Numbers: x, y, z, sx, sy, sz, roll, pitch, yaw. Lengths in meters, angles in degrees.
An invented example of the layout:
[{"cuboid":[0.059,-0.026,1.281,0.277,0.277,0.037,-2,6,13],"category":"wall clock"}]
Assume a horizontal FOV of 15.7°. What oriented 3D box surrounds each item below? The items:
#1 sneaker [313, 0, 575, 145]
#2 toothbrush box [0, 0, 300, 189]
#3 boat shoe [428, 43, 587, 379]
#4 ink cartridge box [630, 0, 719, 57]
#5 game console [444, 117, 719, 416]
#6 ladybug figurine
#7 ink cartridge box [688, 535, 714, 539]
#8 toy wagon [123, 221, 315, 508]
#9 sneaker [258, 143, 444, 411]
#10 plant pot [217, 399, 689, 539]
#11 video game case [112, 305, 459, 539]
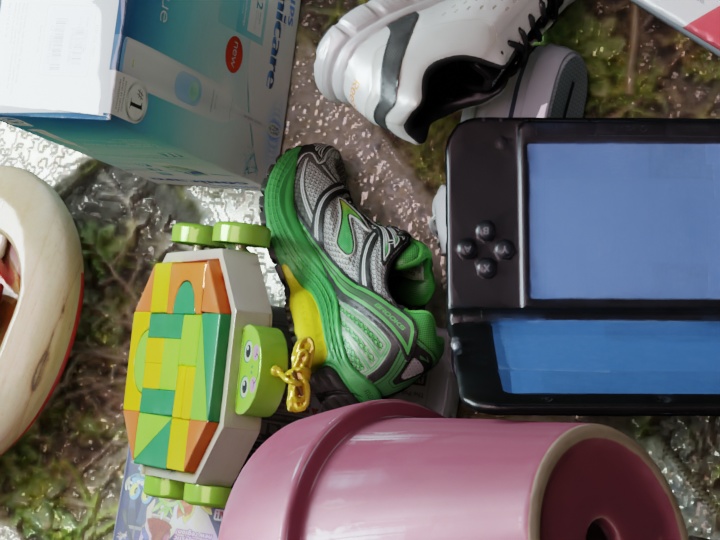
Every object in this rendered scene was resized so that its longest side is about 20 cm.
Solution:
[{"cuboid":[0.074,-0.132,1.418,0.200,0.074,0.080,-35,52,-17],"category":"sneaker"},{"cuboid":[-0.117,-0.135,1.477,0.085,0.200,0.147,4,82,25],"category":"toothbrush box"},{"cuboid":[0.073,-0.029,1.446,0.066,0.074,0.201,7,72,30],"category":"boat shoe"},{"cuboid":[0.240,-0.203,1.384,0.144,0.084,0.201,35,97,27],"category":"ink cartridge box"},{"cuboid":[0.146,-0.005,1.335,0.199,0.116,0.177,1,78,-2],"category":"game console"},{"cuboid":[-0.229,0.037,1.570,0.135,0.072,0.201,25,91,26],"category":"ladybug figurine"},{"cuboid":[0.176,0.260,1.331,0.146,0.083,0.200,38,97,26],"category":"ink cartridge box"},{"cuboid":[-0.080,0.051,1.428,0.200,0.039,0.156,178,98,-67],"category":"toy wagon"},{"cuboid":[0.000,0.000,1.448,0.085,0.078,0.201,-24,45,7],"category":"sneaker"},{"cuboid":[0.056,0.155,1.292,0.178,0.199,0.201,-17,73,41],"category":"plant pot"},{"cuboid":[-0.044,0.113,1.497,0.199,0.023,0.183,7,84,25],"category":"video game case"}]
